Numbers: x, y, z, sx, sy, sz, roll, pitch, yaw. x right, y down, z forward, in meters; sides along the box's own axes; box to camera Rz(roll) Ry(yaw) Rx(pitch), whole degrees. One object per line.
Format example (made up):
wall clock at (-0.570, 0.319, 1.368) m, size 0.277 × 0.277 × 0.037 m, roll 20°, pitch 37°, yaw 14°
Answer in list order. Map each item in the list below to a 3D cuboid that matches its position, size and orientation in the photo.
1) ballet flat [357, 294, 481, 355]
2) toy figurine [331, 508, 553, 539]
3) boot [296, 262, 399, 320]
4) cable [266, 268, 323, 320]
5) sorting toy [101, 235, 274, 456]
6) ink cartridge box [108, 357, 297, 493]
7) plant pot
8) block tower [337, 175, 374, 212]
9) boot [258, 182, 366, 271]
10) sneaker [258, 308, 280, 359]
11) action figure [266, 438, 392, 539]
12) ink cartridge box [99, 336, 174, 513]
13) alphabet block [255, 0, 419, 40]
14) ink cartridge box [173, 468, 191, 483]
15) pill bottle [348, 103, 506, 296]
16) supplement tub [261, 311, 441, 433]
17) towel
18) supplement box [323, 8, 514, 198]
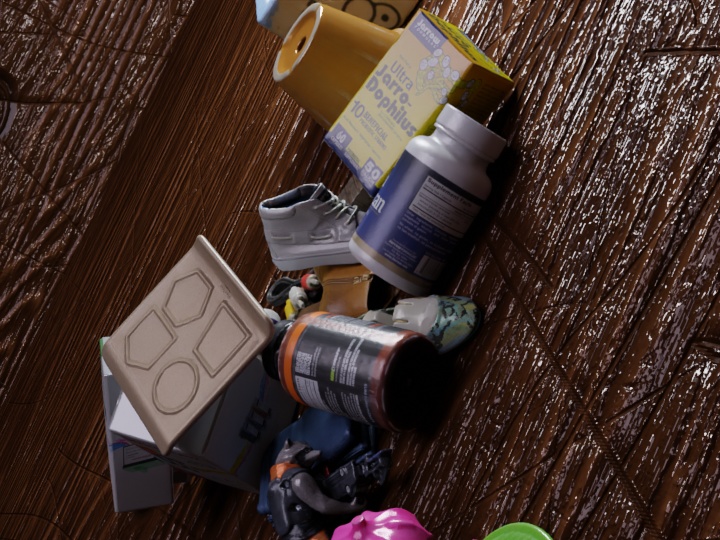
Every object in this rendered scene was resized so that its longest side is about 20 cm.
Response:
ballet flat at (0.049, 0.063, 1.122) m, size 0.199 × 0.074 × 0.075 m, roll -25°, pitch 44°, yaw 53°
toy figurine at (0.042, 0.272, 0.797) m, size 0.150 × 0.183 × 0.202 m, roll -4°, pitch 62°, yaw 61°
boot at (-0.001, 0.000, 1.302) m, size 0.143 × 0.071 × 0.203 m, roll -21°, pitch 38°, yaw 38°
cable at (-0.096, 0.022, 1.463) m, size 0.098 × 0.050 × 0.200 m, roll -63°, pitch 26°, yaw -1°
sorting toy at (-0.201, 0.085, 1.174) m, size 0.200 × 0.036 × 0.185 m, roll -49°, pitch 52°, yaw 6°
ink cartridge box at (-0.192, 0.177, 1.276) m, size 0.143 × 0.200 × 0.146 m, roll 10°, pitch 68°, yaw 24°
plant pot at (-0.019, -0.280, 1.449) m, size 0.200 × 0.182 × 0.202 m, roll -44°, pitch 31°, yaw 35°
block tower at (0.041, -0.144, 1.355) m, size 0.201 × 0.054 × 0.058 m, roll -54°, pitch 26°, yaw 21°
boot at (-0.031, -0.063, 1.264) m, size 0.197 × 0.097 × 0.074 m, roll -11°, pitch 28°, yaw 14°
sneaker at (-0.165, 0.171, 1.436) m, size 0.201 × 0.080 × 0.147 m, roll -50°, pitch 36°, yaw 19°
action figure at (-0.045, 0.260, 1.060) m, size 0.200 × 0.103 × 0.195 m, roll -50°, pitch 44°, yaw 38°
ink cartridge box at (-0.309, 0.206, 1.390) m, size 0.145 × 0.083 × 0.203 m, roll -137°, pitch 44°, yaw -67°
alphabet block at (-0.041, -0.463, 1.653) m, size 0.196 × 0.199 × 0.198 m, roll -48°, pitch 29°, yaw 27°
ink cartridge box at (-0.276, 0.201, 1.506) m, size 0.201 × 0.044 × 0.178 m, roll 112°, pitch 150°, yaw -57°
pill bottle at (0.080, -0.082, 1.151) m, size 0.201 × 0.110 × 0.111 m, roll -58°, pitch 25°, yaw 10°
supplement tub at (-0.016, 0.103, 1.095) m, size 0.198 × 0.107 × 0.108 m, roll 11°, pitch 74°, yaw 41°
towel at (-0.052, 0.213, 1.199) m, size 0.200 × 0.048 × 0.113 m, roll -45°, pitch 30°, yaw 35°
supplement box at (0.070, -0.193, 1.228) m, size 0.201 × 0.109 × 0.109 m, roll -51°, pitch 62°, yaw 21°
